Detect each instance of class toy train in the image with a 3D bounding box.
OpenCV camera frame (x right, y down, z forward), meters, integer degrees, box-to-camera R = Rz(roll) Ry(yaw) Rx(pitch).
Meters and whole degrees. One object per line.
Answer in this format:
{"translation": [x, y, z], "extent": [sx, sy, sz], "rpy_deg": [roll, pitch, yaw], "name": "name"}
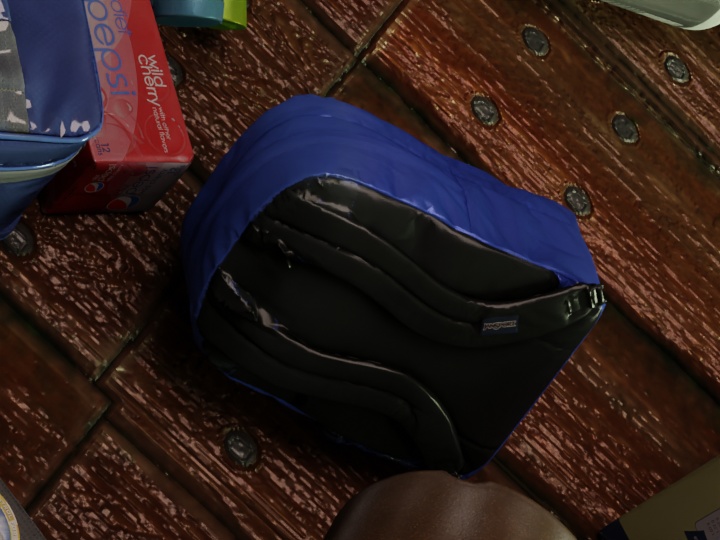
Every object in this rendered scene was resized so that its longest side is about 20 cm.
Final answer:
{"translation": [-0.078, -0.193, 1.461], "extent": [0.200, 0.084, 0.116], "rpy_deg": [7, 89, -77], "name": "toy train"}

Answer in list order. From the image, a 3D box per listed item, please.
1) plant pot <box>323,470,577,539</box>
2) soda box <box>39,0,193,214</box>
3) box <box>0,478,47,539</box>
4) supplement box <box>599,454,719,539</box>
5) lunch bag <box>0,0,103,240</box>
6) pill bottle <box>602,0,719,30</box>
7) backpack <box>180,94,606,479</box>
{"translation": [0.026, 0.219, 1.226], "extent": [0.200, 0.200, 0.198], "rpy_deg": [39, 39, -11], "name": "plant pot"}
{"translation": [-0.157, -0.133, 1.374], "extent": [0.070, 0.063, 0.201], "rpy_deg": [-2, 65, -38], "name": "soda box"}
{"translation": [-0.261, 0.104, 1.167], "extent": [0.160, 0.044, 0.200], "rpy_deg": [-35, 87, -43], "name": "box"}
{"translation": [0.283, 0.177, 1.422], "extent": [0.134, 0.200, 0.200], "rpy_deg": [-21, 77, -42], "name": "supplement box"}
{"translation": [-0.216, -0.128, 1.279], "extent": [0.135, 0.132, 0.201], "rpy_deg": [2, 64, -36], "name": "lunch bag"}
{"translation": [0.203, -0.225, 1.665], "extent": [0.199, 0.111, 0.111], "rpy_deg": [14, 56, -30], "name": "pill bottle"}
{"translation": [0.000, 0.000, 1.352], "extent": [0.199, 0.163, 0.168], "rpy_deg": [22, 24, -25], "name": "backpack"}
